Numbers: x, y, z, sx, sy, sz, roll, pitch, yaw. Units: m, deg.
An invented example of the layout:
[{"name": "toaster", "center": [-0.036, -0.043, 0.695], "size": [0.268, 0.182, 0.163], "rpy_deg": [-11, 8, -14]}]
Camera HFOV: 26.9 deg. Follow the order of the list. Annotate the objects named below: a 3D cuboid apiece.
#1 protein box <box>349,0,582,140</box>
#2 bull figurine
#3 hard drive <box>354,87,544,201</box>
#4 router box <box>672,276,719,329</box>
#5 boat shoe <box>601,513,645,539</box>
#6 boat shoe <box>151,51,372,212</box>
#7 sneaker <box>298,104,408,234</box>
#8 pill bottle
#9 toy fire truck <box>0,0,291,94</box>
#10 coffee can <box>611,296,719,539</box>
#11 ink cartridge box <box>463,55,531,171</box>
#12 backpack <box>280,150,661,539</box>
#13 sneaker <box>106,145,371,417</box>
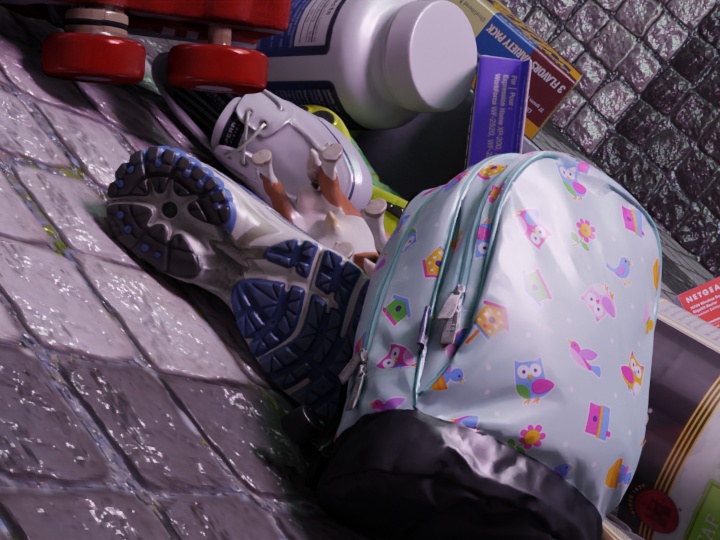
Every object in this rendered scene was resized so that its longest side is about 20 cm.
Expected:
[{"name": "protein box", "center": [0.085, -0.138, 1.350], "size": [0.135, 0.199, 0.200], "rpy_deg": [40, 14, 2]}, {"name": "bull figurine", "center": [0.000, 0.000, 0.933], "size": [0.200, 0.065, 0.122], "rpy_deg": [43, -21, 45]}, {"name": "hard drive", "center": [0.086, -0.060, 1.231], "size": [0.200, 0.140, 0.033], "rpy_deg": [42, 12, 7]}, {"name": "router box", "center": [0.275, 0.113, 1.097], "size": [0.200, 0.048, 0.181], "rpy_deg": [81, -14, -75]}, {"name": "boat shoe", "center": [0.151, 0.181, 0.792], "size": [0.201, 0.072, 0.066], "rpy_deg": [43, 18, 29]}, {"name": "boat shoe", "center": [-0.079, -0.092, 1.060], "size": [0.199, 0.074, 0.066], "rpy_deg": [34, 13, 35]}, {"name": "sneaker", "center": [-0.004, -0.045, 1.123], "size": [0.200, 0.074, 0.084], "rpy_deg": [48, -6, 29]}, {"name": "pill bottle", "center": [-0.010, -0.167, 1.185], "size": [0.198, 0.112, 0.111], "rpy_deg": [6, -14, 42]}, {"name": "toy fire truck", "center": [-0.149, -0.177, 1.010], "size": [0.198, 0.114, 0.168], "rpy_deg": [2, 1, -21]}, {"name": "coffee can", "center": [0.225, 0.119, 0.931], "size": [0.199, 0.148, 0.146], "rpy_deg": [30, 8, 25]}, {"name": "ink cartridge box", "center": [0.096, -0.056, 1.108], "size": [0.043, 0.201, 0.200], "rpy_deg": [5, 5, 3]}, {"name": "backpack", "center": [0.070, 0.043, 0.740], "size": [0.166, 0.126, 0.202], "rpy_deg": [35, 56, -32]}, {"name": "sneaker", "center": [-0.043, 0.003, 0.827], "size": [0.200, 0.077, 0.085], "rpy_deg": [43, 9, 7]}]
